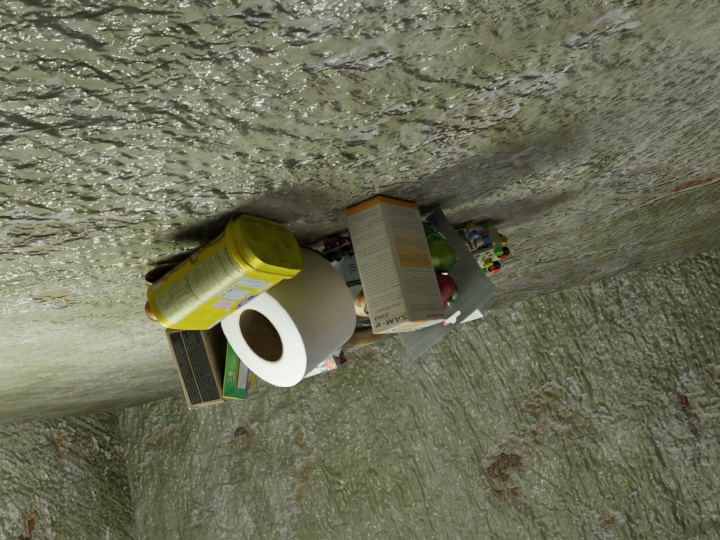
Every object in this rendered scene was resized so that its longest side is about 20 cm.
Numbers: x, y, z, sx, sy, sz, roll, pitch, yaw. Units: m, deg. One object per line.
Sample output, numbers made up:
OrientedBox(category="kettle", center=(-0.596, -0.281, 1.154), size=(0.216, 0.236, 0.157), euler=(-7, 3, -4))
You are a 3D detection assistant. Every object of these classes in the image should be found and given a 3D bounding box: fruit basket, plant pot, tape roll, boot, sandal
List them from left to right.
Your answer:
OrientedBox(category="boot", center=(-0.322, 0.038, 1.285), size=(0.198, 0.077, 0.155), euler=(-10, 167, 20))
OrientedBox(category="tape roll", center=(-0.126, 0.078, 1.288), size=(0.202, 0.204, 0.139), euler=(-25, -171, 47))
OrientedBox(category="plant pot", center=(-0.020, 0.096, 1.750), size=(0.198, 0.201, 0.028), euler=(-10, 133, -17))
OrientedBox(category="sandal", center=(0.027, 0.057, 1.409), size=(0.198, 0.055, 0.082), euler=(-13, 133, 15))
OrientedBox(category="fruit basket", center=(0.115, 0.021, 1.273), size=(0.185, 0.201, 0.094), euler=(-42, 151, 16))

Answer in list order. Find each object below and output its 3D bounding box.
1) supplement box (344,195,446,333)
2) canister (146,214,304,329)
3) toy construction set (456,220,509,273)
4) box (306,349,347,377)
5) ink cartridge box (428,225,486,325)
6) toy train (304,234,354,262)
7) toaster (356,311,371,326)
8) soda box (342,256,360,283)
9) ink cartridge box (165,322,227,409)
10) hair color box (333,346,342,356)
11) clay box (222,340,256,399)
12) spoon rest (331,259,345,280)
OrientedBox(category="supplement box", center=(0.056, -0.007, 1.181), size=(0.073, 0.202, 0.126), euler=(-20, 167, 30))
OrientedBox(category="canister", center=(-0.204, 0.009, 1.129), size=(0.199, 0.087, 0.148), euler=(-33, 161, 21))
OrientedBox(category="toy construction set", center=(0.232, -0.035, 1.546), size=(0.130, 0.093, 0.200), euler=(-11, 169, -14))
OrientedBox(category="box", center=(-0.126, 0.138, 1.698), size=(0.136, 0.201, 0.040), euler=(-24, -178, 42))
OrientedBox(category="ink cartridge box", center=(0.137, 0.020, 1.460), size=(0.145, 0.085, 0.200), euler=(-20, 128, 32))
OrientedBox(category="toy train", center=(-0.042, -0.040, 1.310), size=(0.199, 0.046, 0.034), euler=(-23, 174, 28))
OrientedBox(category="toaster", center=(-0.040, 0.065, 1.598), size=(0.198, 0.130, 0.114), euler=(-11, 178, -10))
OrientedBox(category="soda box", center=(0.000, 0.000, 1.516), size=(0.199, 0.064, 0.068), euler=(-5, 167, -38))
OrientedBox(category="ink cartridge box", center=(-0.305, 0.149, 1.450), size=(0.074, 0.166, 0.200), euler=(-12, -165, 0))
OrientedBox(category="hair color box", center=(-0.118, 0.087, 1.476), size=(0.199, 0.101, 0.061), euler=(20, -172, -20))
OrientedBox(category="clay box", center=(-0.224, 0.164, 1.452), size=(0.047, 0.116, 0.200), euler=(7, -172, 0))
OrientedBox(category="spoon rest", center=(0.007, -0.042, 1.370), size=(0.099, 0.061, 0.200), euler=(-3, 152, -47))
